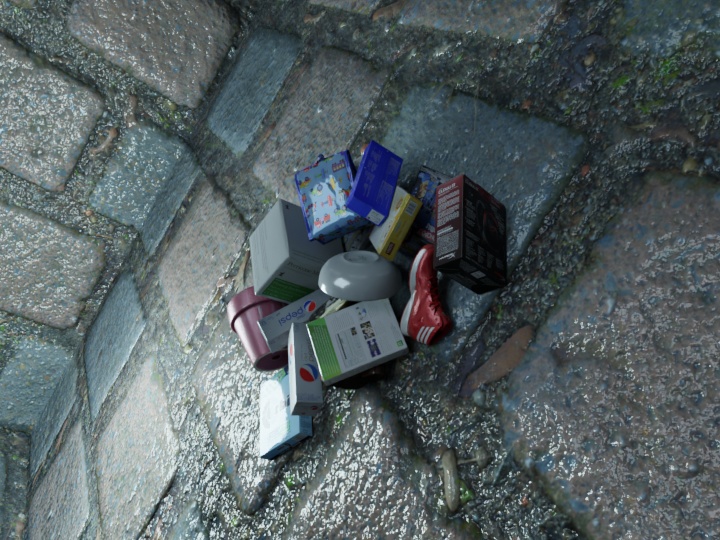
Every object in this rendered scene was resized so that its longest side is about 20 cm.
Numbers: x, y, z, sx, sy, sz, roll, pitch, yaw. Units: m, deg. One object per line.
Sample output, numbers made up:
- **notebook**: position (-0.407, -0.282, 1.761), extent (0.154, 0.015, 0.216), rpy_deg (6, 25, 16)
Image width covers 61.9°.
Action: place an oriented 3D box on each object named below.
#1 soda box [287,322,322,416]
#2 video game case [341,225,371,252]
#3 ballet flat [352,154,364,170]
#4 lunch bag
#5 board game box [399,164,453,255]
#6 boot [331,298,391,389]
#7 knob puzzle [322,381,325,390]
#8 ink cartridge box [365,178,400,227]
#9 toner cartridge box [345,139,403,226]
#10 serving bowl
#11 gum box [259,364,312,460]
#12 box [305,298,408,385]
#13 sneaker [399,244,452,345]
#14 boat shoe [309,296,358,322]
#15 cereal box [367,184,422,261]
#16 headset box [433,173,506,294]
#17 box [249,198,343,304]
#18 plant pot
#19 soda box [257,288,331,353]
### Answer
- **soda box**: position (-0.128, 0.222, 1.365), extent (0.069, 0.062, 0.204), rpy_deg (115, 155, -49)
- **video game case**: position (-0.025, -0.110, 1.621), extent (0.203, 0.022, 0.182), rpy_deg (-58, 36, 10)
- **ballet flat**: position (-0.034, -0.215, 1.507), extent (0.069, 0.069, 0.204), rpy_deg (34, 97, 54)
- **lunch bag**: position (-0.073, -0.188, 1.450), extent (0.147, 0.094, 0.205), rpy_deg (-22, 79, 17)
- **board game box**: position (0.161, -0.114, 1.351), extent (0.203, 0.061, 0.199), rpy_deg (-61, 36, 6)
- **boot**: position (-0.003, 0.163, 1.394), extent (0.183, 0.064, 0.205), rpy_deg (-20, 54, 38)
- **knob puzzle**: position (-0.071, 0.201, 1.404), extent (0.223, 0.030, 0.220), rpy_deg (-61, 7, 12)
- **ink cartridge box**: position (0.007, -0.177, 1.546), extent (0.197, 0.067, 0.119), rpy_deg (-12, 60, 47)
- **toner cartridge box**: position (0.035, -0.207, 1.405), extent (0.043, 0.093, 0.203), rpy_deg (-44, 22, 48)
- **serving bowl**: position (0.000, 0.000, 1.367), extent (0.199, 0.195, 0.068), rpy_deg (33, 128, 54)
- **gum box**: position (-0.194, 0.354, 1.536), extent (0.169, 0.044, 0.204), rpy_deg (-37, 43, 34)
- **box**: position (-0.009, 0.148, 1.313), extent (0.195, 0.037, 0.147), rpy_deg (-20, 58, -3)
- **sneaker**: position (0.156, 0.057, 1.240), extent (0.114, 0.077, 0.206), rpy_deg (25, 112, 45)
- **boat shoe**: position (-0.045, 0.071, 1.452), extent (0.200, 0.072, 0.066), rpy_deg (-44, 62, -2)
- **cereal box**: position (0.074, -0.115, 1.374), extent (0.147, 0.039, 0.200), rpy_deg (-63, 13, 11)
- **headset box**: position (0.218, -0.079, 1.182), extent (0.074, 0.147, 0.205), rpy_deg (-20, 55, 42)
- **box**: position (-0.163, -0.037, 1.571), extent (0.171, 0.196, 0.204), rpy_deg (-44, 44, 33)
- **plant pot**: position (-0.249, 0.161, 1.617), extent (0.199, 0.197, 0.183), rpy_deg (-38, 58, 31)
- **soda box**: position (-0.155, 0.123, 1.509), extent (0.196, 0.064, 0.069), rpy_deg (-28, 57, -14)
